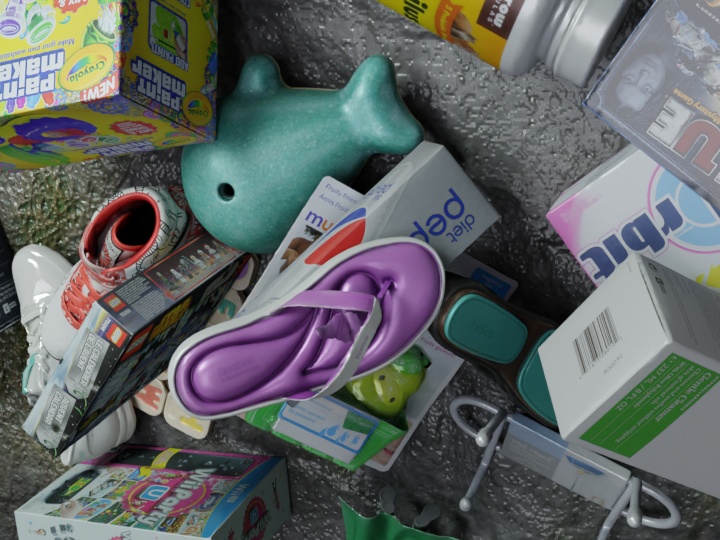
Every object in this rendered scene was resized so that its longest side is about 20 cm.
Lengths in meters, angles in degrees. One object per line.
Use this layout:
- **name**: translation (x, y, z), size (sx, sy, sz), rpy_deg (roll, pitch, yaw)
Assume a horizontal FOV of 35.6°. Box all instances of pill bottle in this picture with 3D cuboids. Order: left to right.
- **pill bottle**: translation (0.081, -0.205, 0.750), size (0.198, 0.109, 0.110), rpy_deg (30, 118, 10)

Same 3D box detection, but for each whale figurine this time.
- **whale figurine**: translation (-0.052, -0.087, 0.852), size (0.198, 0.104, 0.161), rpy_deg (-20, 100, 30)

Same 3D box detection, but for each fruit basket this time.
- **fruit basket**: translation (-0.001, 0.053, 0.869), size (0.183, 0.094, 0.201), rpy_deg (28, 115, -20)

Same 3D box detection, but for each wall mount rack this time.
- **wall mount rack**: translation (0.146, 0.159, 0.844), size (0.197, 0.075, 0.175), rpy_deg (25, 152, 13)

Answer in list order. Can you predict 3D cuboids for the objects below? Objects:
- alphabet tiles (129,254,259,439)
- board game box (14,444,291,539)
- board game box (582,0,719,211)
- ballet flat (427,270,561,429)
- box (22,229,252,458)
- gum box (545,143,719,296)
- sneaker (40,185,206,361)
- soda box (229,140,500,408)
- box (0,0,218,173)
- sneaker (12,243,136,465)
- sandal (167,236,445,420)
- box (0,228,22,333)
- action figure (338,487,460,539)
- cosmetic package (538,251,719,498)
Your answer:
- **alphabet tiles**: translation (-0.156, 0.051, 1.001), size (0.193, 0.015, 0.203), rpy_deg (25, 116, 12)
- **board game box**: translation (-0.180, 0.217, 0.998), size (0.196, 0.147, 0.066), rpy_deg (2, 108, 22)
- **board game box**: translation (0.254, -0.098, 0.683), size (0.199, 0.035, 0.136), rpy_deg (38, 118, 7)
- **ballet flat**: translation (0.111, 0.053, 0.840), size (0.199, 0.068, 0.068), rpy_deg (38, 89, -36)
- **box**: translation (-0.167, 0.047, 0.881), size (0.040, 0.200, 0.138), rpy_deg (38, 119, 5)
- **gum box**: translation (0.233, -0.049, 0.767), size (0.199, 0.066, 0.114), rpy_deg (-36, 92, 29)
- **sneaker**: translation (-0.214, 0.002, 0.921), size (0.201, 0.108, 0.068), rpy_deg (-40, 81, 13)
- **soda box**: translation (0.000, 0.000, 0.793), size (0.199, 0.063, 0.068), rpy_deg (-42, 103, 0)
- **box**: translation (-0.218, -0.190, 0.833), size (0.197, 0.122, 0.197), rpy_deg (-6, 79, 25)
- **sneaker**: translation (-0.276, 0.077, 1.012), size (0.075, 0.088, 0.203), rpy_deg (-20, 95, 42)
- **sandal**: translation (-0.030, 0.048, 0.738), size (0.200, 0.050, 0.083), rpy_deg (-28, 103, -4)
- **box**: translation (-0.419, -0.022, 1.033), size (0.146, 0.104, 0.203), rpy_deg (-12, 103, 26)
- **action figure**: translation (0.023, 0.285, 0.990), size (0.116, 0.055, 0.203), rpy_deg (20, 122, 13)
- **cosmetic package**: translation (0.231, 0.080, 0.753), size (0.197, 0.086, 0.108), rpy_deg (22, 126, -24)
